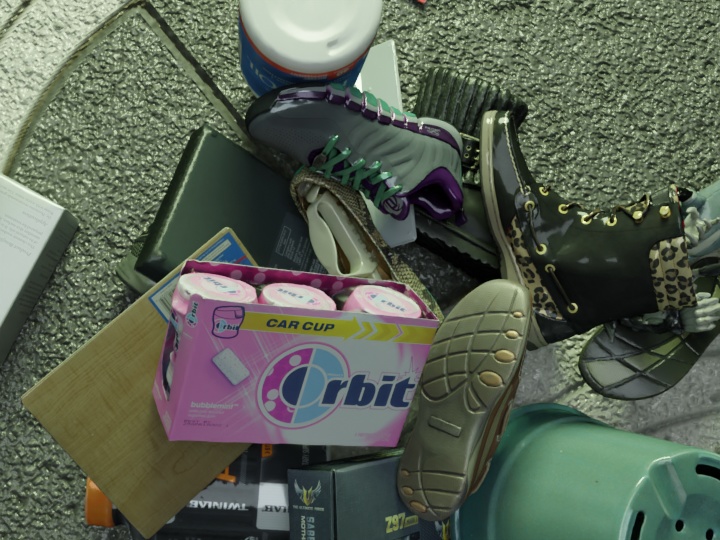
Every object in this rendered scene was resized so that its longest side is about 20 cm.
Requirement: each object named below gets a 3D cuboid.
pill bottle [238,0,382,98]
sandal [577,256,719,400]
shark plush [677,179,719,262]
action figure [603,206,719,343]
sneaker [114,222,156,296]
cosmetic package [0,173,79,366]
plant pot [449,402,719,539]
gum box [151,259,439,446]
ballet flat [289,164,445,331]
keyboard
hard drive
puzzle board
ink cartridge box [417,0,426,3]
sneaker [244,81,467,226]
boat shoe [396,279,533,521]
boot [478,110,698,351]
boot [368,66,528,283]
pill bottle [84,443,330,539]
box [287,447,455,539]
[{"bbox_3d":[-0.048,-0.194,0.821,0.111,0.200,0.113,1,84,-6],"label":"pill bottle"},{"bbox_3d":[0.286,0.060,0.915,0.200,0.057,0.080,-30,80,-23],"label":"sandal"},{"bbox_3d":[0.303,-0.059,0.912,0.198,0.084,0.091,-9,53,9],"label":"shark plush"},{"bbox_3d":[0.281,0.007,0.848,0.198,0.102,0.120,8,70,-11],"label":"action figure"},{"bbox_3d":[-0.106,0.014,0.858,0.199,0.076,0.115,36,88,3],"label":"sneaker"},{"bbox_3d":[-0.339,0.014,0.828,0.112,0.081,0.201,29,83,-3],"label":"cosmetic package"},{"bbox_3d":[0.205,0.212,0.792,0.198,0.196,0.202,3,83,-24],"label":"plant pot"},{"bbox_3d":[-0.054,0.064,0.728,0.198,0.066,0.114,6,113,-27],"label":"gum box"},{"bbox_3d":[0.000,0.000,0.815,0.068,0.075,0.201,-30,95,30],"label":"ballet flat"},{"bbox_3d":[0.016,-0.113,0.878,0.056,0.011,0.202,-14,68,22],"label":"keyboard"},{"bbox_3d":[-0.079,-0.014,0.824,0.199,0.033,0.141,34,57,-27],"label":"hard drive"},{"bbox_3d":[-0.135,0.086,0.754,0.200,0.017,0.151,-42,112,-17],"label":"puzzle board"},{"bbox_3d":[0.017,-0.381,0.926,0.199,0.045,0.177,27,81,-4],"label":"ink cartridge box"},{"bbox_3d":[0.005,-0.088,0.777,0.198,0.074,0.088,7,58,-29],"label":"sneaker"},{"bbox_3d":[0.089,0.103,0.790,0.075,0.072,0.201,26,96,29],"label":"boat shoe"},{"bbox_3d":[0.181,-0.044,0.789,0.149,0.073,0.202,-11,91,21],"label":"boot"},{"bbox_3d":[0.123,-0.079,0.892,0.210,0.079,0.159,29,82,-3],"label":"boot"},{"bbox_3d":[-0.128,0.185,0.824,0.198,0.106,0.107,5,84,-7],"label":"pill bottle"},{"bbox_3d":[0.022,0.231,0.805,0.051,0.199,0.159,-7,83,36],"label":"box"}]
